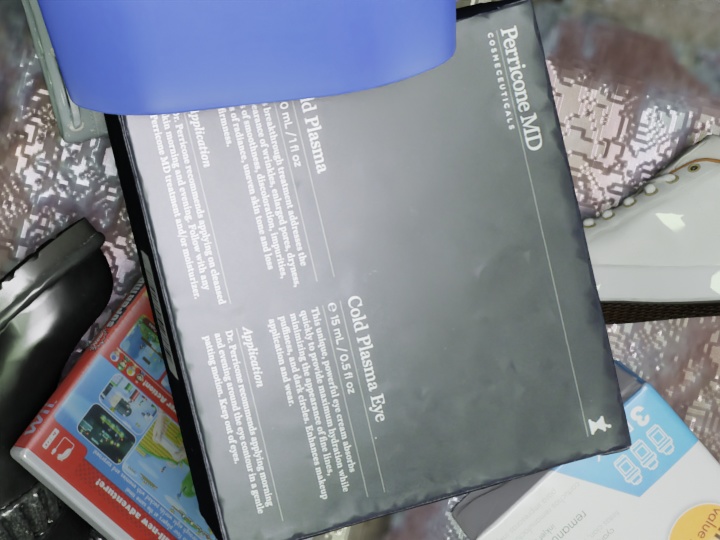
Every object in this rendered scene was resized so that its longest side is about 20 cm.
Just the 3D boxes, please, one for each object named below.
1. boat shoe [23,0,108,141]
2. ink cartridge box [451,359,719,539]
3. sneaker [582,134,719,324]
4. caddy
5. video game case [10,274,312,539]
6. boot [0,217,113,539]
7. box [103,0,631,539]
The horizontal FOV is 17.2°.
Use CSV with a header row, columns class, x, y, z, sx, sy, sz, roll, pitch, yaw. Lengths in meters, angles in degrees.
class,x,y,z,sx,sy,sz,roll,pitch,yaw
boat shoe,-0.144,-0.146,1.058,0.071,0.070,0.202,-25,117,-6
ink cartridge box,0.154,0.159,1.169,0.115,0.068,0.200,-42,102,-1
sneaker,0.139,-0.020,1.152,0.199,0.073,0.085,-3,81,-11
caddy,-0.045,-0.139,0.958,0.199,0.142,0.106,-6,117,8
video game case,-0.051,0.049,1.104,0.143,0.017,0.200,44,69,-23
boot,-0.146,0.096,1.109,0.158,0.079,0.211,40,96,-8
box,0.000,0.000,1.035,0.181,0.104,0.201,-14,97,-9
